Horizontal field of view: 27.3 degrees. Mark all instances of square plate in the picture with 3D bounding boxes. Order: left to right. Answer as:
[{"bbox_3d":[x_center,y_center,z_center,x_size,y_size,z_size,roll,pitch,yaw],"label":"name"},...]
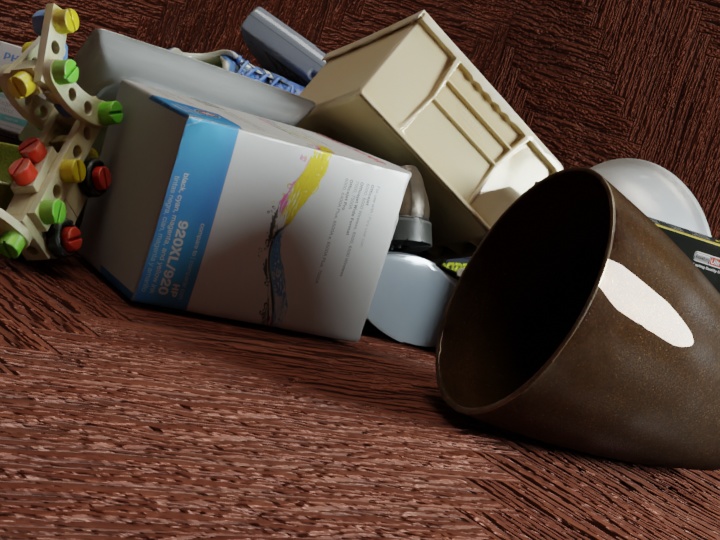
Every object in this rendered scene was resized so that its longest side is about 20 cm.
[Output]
[{"bbox_3d":[-0.169,-0.119,1.268,0.198,0.029,0.200,16,-30,-26],"label":"square plate"}]

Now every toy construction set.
[{"bbox_3d":[-0.245,-0.084,1.080,0.092,0.200,0.131,11,-36,33],"label":"toy construction set"}]

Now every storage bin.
[{"bbox_3d":[0.049,-0.106,1.307,0.199,0.094,0.200,45,-20,-16],"label":"storage bin"}]

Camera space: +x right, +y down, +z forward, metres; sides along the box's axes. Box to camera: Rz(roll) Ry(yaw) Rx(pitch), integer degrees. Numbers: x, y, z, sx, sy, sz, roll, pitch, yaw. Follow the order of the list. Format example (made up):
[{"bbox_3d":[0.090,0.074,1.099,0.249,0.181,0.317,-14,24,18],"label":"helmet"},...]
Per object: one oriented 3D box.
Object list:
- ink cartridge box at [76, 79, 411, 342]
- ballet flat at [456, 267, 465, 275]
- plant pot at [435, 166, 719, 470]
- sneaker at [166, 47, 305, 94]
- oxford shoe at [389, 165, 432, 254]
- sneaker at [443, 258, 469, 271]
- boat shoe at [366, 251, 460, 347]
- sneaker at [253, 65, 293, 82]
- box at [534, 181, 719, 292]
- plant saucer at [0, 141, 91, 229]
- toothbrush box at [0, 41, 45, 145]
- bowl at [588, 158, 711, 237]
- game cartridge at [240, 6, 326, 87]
[{"bbox_3d":[-0.092,-0.045,1.157,0.199,0.145,0.147,12,10,-31],"label":"ink cartridge box"},{"bbox_3d":[0.130,0.027,1.457,0.068,0.068,0.200,10,-5,20],"label":"ballet flat"},{"bbox_3d":[0.187,0.058,1.039,0.200,0.187,0.187,30,3,-22],"label":"plant pot"},{"bbox_3d":[-0.118,-0.174,1.494,0.199,0.076,0.077,7,-31,-10],"label":"sneaker"},{"bbox_3d":[-0.003,-0.052,1.273,0.072,0.085,0.200,6,-9,-35],"label":"oxford shoe"},{"bbox_3d":[0.050,-0.010,1.501,0.200,0.074,0.082,12,2,-45],"label":"sneaker"},{"bbox_3d":[0.061,0.024,1.266,0.199,0.074,0.068,13,10,-36],"label":"boat shoe"},{"bbox_3d":[-0.094,-0.167,1.650,0.090,0.078,0.200,36,-1,-29],"label":"sneaker"},{"bbox_3d":[0.213,0.033,1.215,0.199,0.160,0.049,19,11,2],"label":"box"},{"bbox_3d":[-0.277,-0.065,1.255,0.200,0.048,0.199,10,11,-46],"label":"plant saucer"},{"bbox_3d":[-0.289,-0.145,1.462,0.146,0.086,0.200,17,-9,-6],"label":"toothbrush box"},{"bbox_3d":[0.202,-0.002,1.299,0.090,0.202,0.201,4,15,-44],"label":"bowl"},{"bbox_3d":[-0.060,-0.213,1.615,0.133,0.042,0.200,42,-3,18],"label":"game cartridge"}]
